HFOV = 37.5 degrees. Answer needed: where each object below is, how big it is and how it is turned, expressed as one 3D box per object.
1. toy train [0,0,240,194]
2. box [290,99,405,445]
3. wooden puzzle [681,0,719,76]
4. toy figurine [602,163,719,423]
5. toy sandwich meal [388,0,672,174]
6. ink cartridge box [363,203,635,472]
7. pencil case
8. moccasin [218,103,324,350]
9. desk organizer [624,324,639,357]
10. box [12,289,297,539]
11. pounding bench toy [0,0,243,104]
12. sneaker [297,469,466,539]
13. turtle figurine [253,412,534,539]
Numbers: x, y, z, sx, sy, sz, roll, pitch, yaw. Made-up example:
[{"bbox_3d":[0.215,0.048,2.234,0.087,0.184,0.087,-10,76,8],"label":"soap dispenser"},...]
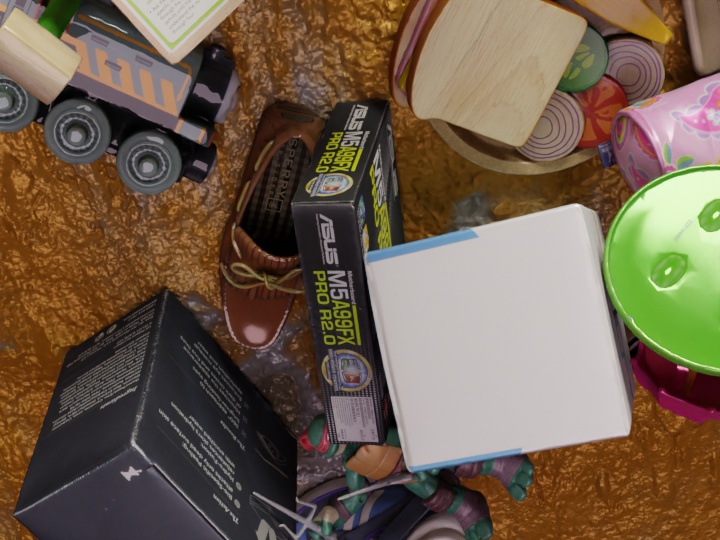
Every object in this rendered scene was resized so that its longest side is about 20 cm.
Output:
[{"bbox_3d":[-0.182,-0.135,0.738,0.198,0.085,0.115,23,107,-16],"label":"toy train"},{"bbox_3d":[0.000,0.000,0.778,0.044,0.161,0.202,0,121,12],"label":"box"},{"bbox_3d":[0.313,-0.242,0.727,0.198,0.037,0.186,-17,120,6],"label":"wooden puzzle"},{"bbox_3d":[0.254,0.023,0.740,0.200,0.150,0.185,-47,154,-17],"label":"toy figurine"},{"bbox_3d":[0.125,-0.147,0.752,0.203,0.070,0.207,-2,121,-3],"label":"toy sandwich meal"},{"bbox_3d":[0.108,0.041,0.752,0.145,0.200,0.148,-13,88,15],"label":"ink cartridge box"},{"bbox_3d":[0.277,-0.102,0.758,0.198,0.088,0.088,-19,121,-7],"label":"pencil case"},{"bbox_3d":[-0.065,-0.023,0.809,0.073,0.078,0.203,15,119,-12],"label":"moccasin"},{"bbox_3d":[0.227,0.055,0.874,0.072,0.077,0.200,39,111,-23],"label":"desk organizer"},{"bbox_3d":[-0.149,0.160,0.843,0.117,0.201,0.197,-29,118,14],"label":"box"},{"bbox_3d":[-0.142,-0.199,0.638,0.200,0.156,0.124,-43,114,3],"label":"pounding bench toy"},{"bbox_3d":[0.008,0.254,0.938,0.198,0.147,0.081,-25,119,11],"label":"sneaker"},{"bbox_3d":[0.026,0.155,0.830,0.198,0.102,0.150,16,145,-21],"label":"turtle figurine"}]
